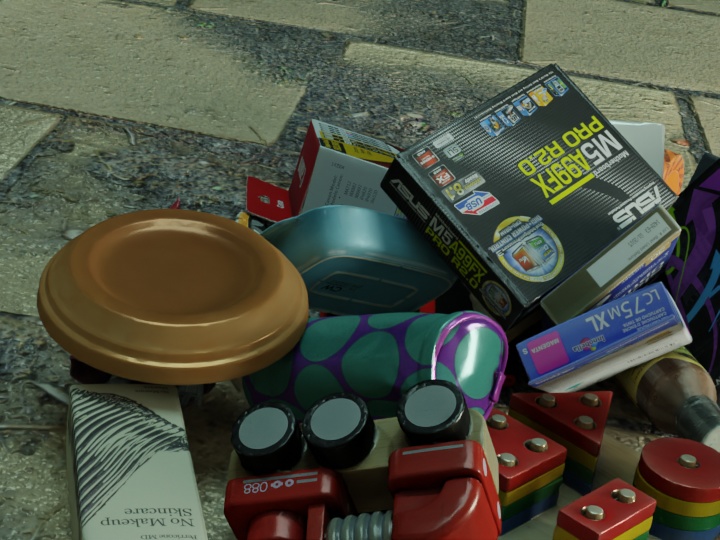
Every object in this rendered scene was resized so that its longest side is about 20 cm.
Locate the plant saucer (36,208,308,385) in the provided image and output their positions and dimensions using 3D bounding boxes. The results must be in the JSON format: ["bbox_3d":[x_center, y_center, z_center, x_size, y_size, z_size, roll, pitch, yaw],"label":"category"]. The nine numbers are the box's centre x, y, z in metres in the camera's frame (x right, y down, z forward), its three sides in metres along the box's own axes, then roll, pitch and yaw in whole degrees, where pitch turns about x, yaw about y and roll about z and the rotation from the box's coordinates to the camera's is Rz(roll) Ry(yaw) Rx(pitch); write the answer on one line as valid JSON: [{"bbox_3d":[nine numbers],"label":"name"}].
[{"bbox_3d":[-0.135,0.010,1.105,0.198,0.038,0.201,5,33,-4],"label":"plant saucer"}]

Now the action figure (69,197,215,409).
[{"bbox_3d":[-0.161,0.011,1.197,0.133,0.149,0.201,20,50,-14],"label":"action figure"}]

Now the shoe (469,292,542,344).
[{"bbox_3d":[0.152,0.024,1.333,0.053,0.070,0.200,51,27,12],"label":"shoe"}]

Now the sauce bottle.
[{"bbox_3d":[0.254,0.094,1.259,0.064,0.065,0.200,0,27,-17],"label":"sauce bottle"}]

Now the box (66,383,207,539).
[{"bbox_3d":[-0.150,0.152,0.997,0.081,0.069,0.200,1,25,-15],"label":"box"}]

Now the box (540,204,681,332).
[{"bbox_3d":[0.202,0.015,1.247,0.032,0.121,0.200,50,-1,12],"label":"box"}]

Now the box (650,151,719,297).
[{"bbox_3d":[0.363,0.009,1.348,0.106,0.149,0.200,16,18,-32],"label":"box"}]

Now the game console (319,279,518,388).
[{"bbox_3d":[0.052,0.040,1.361,0.175,0.031,0.200,13,25,-3],"label":"game console"}]

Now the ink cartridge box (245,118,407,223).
[{"bbox_3d":[-0.016,-0.082,1.442,0.174,0.085,0.200,18,10,-9],"label":"ink cartridge box"}]

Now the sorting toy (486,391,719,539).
[{"bbox_3d":[0.163,0.154,1.090,0.199,0.070,0.198,28,31,37],"label":"sorting toy"}]

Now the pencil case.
[{"bbox_3d":[0.009,0.075,1.102,0.199,0.092,0.086,-3,53,41],"label":"pencil case"}]

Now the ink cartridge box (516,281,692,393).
[{"bbox_3d":[0.187,0.054,1.155,0.119,0.042,0.200,-25,-11,11],"label":"ink cartridge box"}]

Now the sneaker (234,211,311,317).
[{"bbox_3d":[-0.082,0.018,1.314,0.077,0.079,0.201,9,31,-14],"label":"sneaker"}]

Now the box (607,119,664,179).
[{"bbox_3d":[0.187,-0.062,1.398,0.151,0.107,0.200,5,-12,1],"label":"box"}]

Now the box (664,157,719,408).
[{"bbox_3d":[0.324,-0.002,1.279,0.036,0.143,0.201,15,46,-32],"label":"box"}]

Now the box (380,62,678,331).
[{"bbox_3d":[0.139,-0.065,1.232,0.199,0.044,0.160,-31,74,-32],"label":"box"}]

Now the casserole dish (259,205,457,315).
[{"bbox_3d":[0.000,0.000,1.236,0.199,0.121,0.039,13,55,-42],"label":"casserole dish"}]

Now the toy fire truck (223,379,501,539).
[{"bbox_3d":[-0.006,0.171,0.946,0.174,0.129,0.201,-8,45,12],"label":"toy fire truck"}]

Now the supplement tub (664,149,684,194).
[{"bbox_3d":[0.233,-0.105,1.610,0.199,0.124,0.122,19,27,24],"label":"supplement tub"}]
